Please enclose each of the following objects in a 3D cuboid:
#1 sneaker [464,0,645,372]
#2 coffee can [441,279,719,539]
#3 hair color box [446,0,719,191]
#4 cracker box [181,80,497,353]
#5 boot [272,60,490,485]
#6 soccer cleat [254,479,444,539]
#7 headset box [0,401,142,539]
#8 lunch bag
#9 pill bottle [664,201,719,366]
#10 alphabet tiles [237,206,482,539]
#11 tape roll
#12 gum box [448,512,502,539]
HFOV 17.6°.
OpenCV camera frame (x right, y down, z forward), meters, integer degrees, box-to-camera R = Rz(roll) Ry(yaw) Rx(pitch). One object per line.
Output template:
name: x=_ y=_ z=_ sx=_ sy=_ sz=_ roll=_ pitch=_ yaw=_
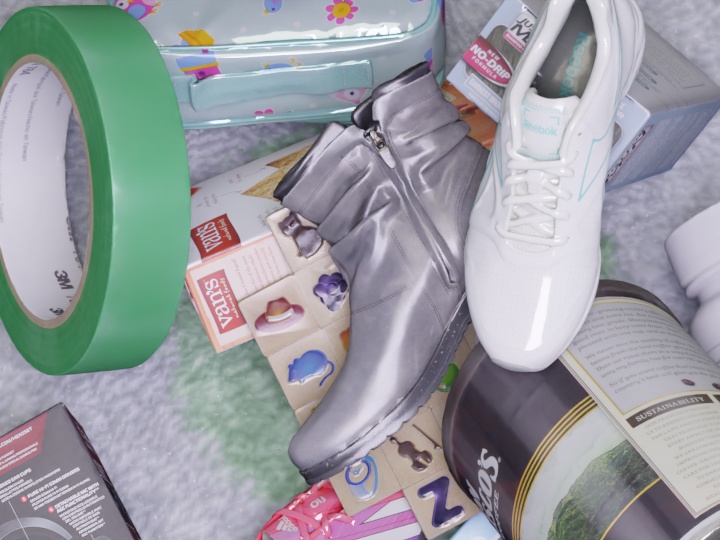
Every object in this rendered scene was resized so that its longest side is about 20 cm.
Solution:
sneaker: x=0.088 y=-0.051 z=1.131 sx=0.070 sy=0.080 sz=0.202 roll=11 pitch=89 yaw=14
coffee can: x=0.146 y=0.116 z=1.153 sx=0.146 sy=0.147 sz=0.200 roll=-31 pitch=38 yaw=-6
hair color box: x=0.129 y=-0.100 z=1.272 sx=0.099 sy=0.200 sz=0.061 roll=42 pitch=108 yaw=11
cracker box: x=-0.008 y=-0.036 z=1.293 sx=0.199 sy=0.134 sz=0.058 roll=-24 pitch=110 yaw=-4
boot: x=0.000 y=0.000 z=1.196 sx=0.132 sy=0.070 sz=0.200 roll=42 pitch=81 yaw=-10
soccer cleat: x=-0.012 y=0.140 z=1.275 sx=0.068 sy=0.073 sz=0.201 roll=25 pitch=77 yaw=51
headset box: x=-0.187 y=0.182 z=1.277 sx=0.148 sy=0.077 sz=0.201 roll=-29 pitch=76 yaw=-6
lunch bag: x=-0.050 y=-0.152 z=1.330 sx=0.198 sy=0.077 sz=0.161 roll=-4 pitch=51 yaw=2
pill bottle: x=0.249 y=0.056 z=1.274 sx=0.113 sy=0.113 sz=0.201 roll=-21 pitch=76 yaw=-3
alphabet tiles: x=0.037 y=0.037 z=1.239 sx=0.166 sy=0.006 sz=0.201 roll=-27 pitch=103 yaw=-2
tape roll: x=-0.156 y=-0.044 z=1.272 sx=0.048 sy=0.200 sz=0.202 roll=-5 pitch=73 yaw=-30
gum box: x=0.119 y=0.198 z=1.278 sx=0.170 sy=0.045 sz=0.200 roll=41 pitch=80 yaw=11
